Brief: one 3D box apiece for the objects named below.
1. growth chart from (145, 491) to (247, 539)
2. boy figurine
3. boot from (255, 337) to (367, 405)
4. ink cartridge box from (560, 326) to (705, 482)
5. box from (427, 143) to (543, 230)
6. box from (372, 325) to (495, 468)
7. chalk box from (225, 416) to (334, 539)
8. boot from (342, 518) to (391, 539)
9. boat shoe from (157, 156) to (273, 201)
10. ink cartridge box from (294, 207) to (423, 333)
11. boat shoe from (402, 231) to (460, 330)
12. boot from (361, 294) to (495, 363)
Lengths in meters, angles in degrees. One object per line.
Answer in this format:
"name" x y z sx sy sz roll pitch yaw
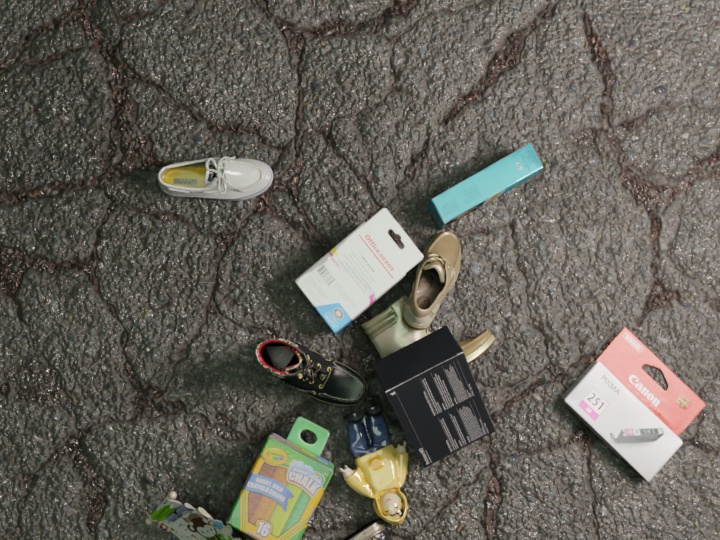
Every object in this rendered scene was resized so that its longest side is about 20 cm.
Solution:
"growth chart" -0.255 0.438 1.649 0.199 0.145 0.018 37 44 2
"boy figurine" 0.025 0.332 1.688 0.122 0.064 0.203 -13 82 -12
"boot" -0.083 0.169 1.658 0.201 0.154 0.074 24 84 2
"ink cartridge box" 0.472 0.227 1.720 0.200 0.044 0.174 43 86 4
"box" 0.213 -0.143 1.734 0.198 0.082 0.050 -30 86 -4
"box" 0.121 0.208 1.638 0.140 0.079 0.202 -28 128 -3
"chalk box" -0.119 0.344 1.654 0.123 0.124 0.202 26 84 1
"boot" -0.008 0.527 1.663 0.199 0.073 0.152 -34 83 -11
"boat shoe" -0.251 -0.164 1.725 0.198 0.086 0.076 1 84 -1
"ink cartridge box" 0.000 0.000 1.714 0.199 0.068 0.116 -39 86 1
"boat shoe" 0.127 0.006 1.693 0.071 0.065 0.202 25 56 3
"boot" 0.116 0.108 1.713 0.198 0.072 0.156 -27 82 -4
